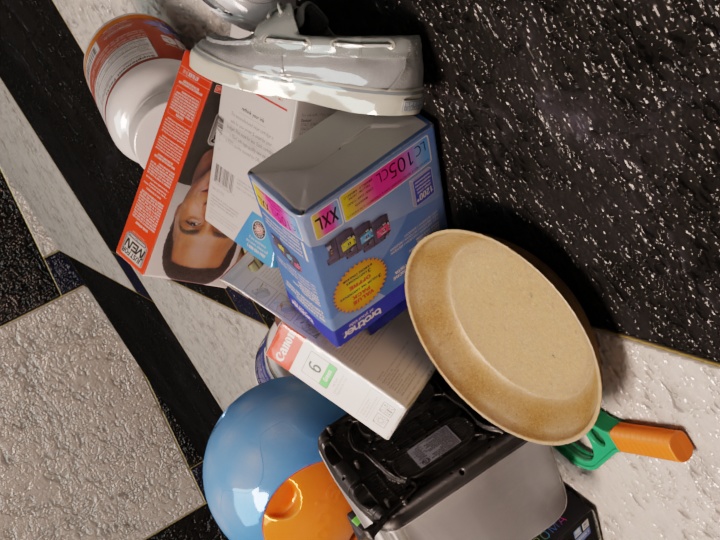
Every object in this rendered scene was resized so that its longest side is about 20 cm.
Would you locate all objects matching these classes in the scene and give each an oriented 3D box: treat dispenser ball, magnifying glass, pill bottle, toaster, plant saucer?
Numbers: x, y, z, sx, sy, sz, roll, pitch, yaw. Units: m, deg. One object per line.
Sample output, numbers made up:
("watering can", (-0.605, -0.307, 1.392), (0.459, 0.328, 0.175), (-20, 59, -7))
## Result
("treat dispenser ball", (-0.070, 0.215, 1.264), (0.201, 0.200, 0.201), (45, 160, 22))
("magnifying glass", (0.204, 0.135, 0.970), (0.080, 0.022, 0.200), (57, 163, -10))
("pill bottle", (-0.072, 0.111, 1.433), (0.111, 0.111, 0.200), (51, 161, 4))
("pill bottle", (-0.208, -0.174, 1.184), (0.200, 0.111, 0.113), (55, 170, 50))
("toaster", (0.067, 0.185, 1.077), (0.119, 0.199, 0.181), (63, 168, -27))
("plant saucer", (0.120, 0.047, 0.941), (0.200, 0.035, 0.201), (34, 144, 29))

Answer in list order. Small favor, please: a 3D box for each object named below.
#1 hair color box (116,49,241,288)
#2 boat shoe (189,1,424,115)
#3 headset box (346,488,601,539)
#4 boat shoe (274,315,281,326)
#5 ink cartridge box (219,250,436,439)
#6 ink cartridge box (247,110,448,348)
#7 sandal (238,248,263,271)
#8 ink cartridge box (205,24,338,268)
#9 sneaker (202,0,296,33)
("hair color box", (-0.143, -0.091, 1.091), (0.101, 0.202, 0.061), (9, -162, -44))
("boat shoe", (-0.040, -0.166, 0.883), (0.199, 0.070, 0.072), (15, 107, 26))
("headset box", (0.110, 0.263, 1.176), (0.200, 0.174, 0.093), (36, 156, 44))
("boat shoe", (-0.013, 0.090, 1.238), (0.072, 0.073, 0.199), (11, 164, 47))
("ink cartridge box", (-0.027, 0.051, 1.057), (0.199, 0.109, 0.051), (33, 130, 7))
("ink cartridge box", (0.000, -0.032, 0.973), (0.076, 0.136, 0.201), (42, 159, 34))
("sandal", (-0.175, -0.033, 1.506), (0.080, 0.057, 0.202), (26, 148, 53))
("ink cartridge box", (-0.068, -0.119, 1.013), (0.116, 0.067, 0.202), (34, 122, 43))
("sneaker", (-0.109, -0.278, 0.888), (0.201, 0.075, 0.115), (58, 164, -3))
